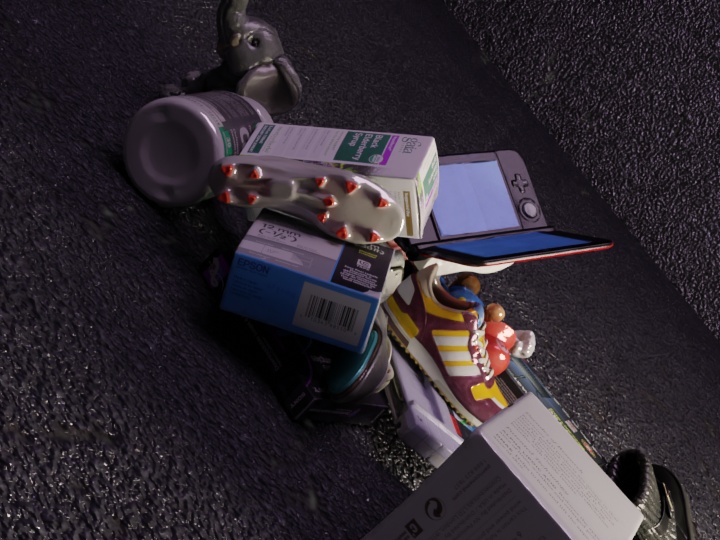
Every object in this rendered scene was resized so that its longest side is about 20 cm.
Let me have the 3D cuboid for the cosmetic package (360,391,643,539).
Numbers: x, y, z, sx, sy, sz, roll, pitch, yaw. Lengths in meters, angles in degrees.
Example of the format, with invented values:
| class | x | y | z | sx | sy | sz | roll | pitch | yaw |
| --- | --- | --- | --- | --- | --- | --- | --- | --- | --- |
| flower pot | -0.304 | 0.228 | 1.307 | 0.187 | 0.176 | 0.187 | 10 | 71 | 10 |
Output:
| class | x | y | z | sx | sy | sz | roll | pitch | yaw |
| --- | --- | --- | --- | --- | --- | --- | --- | --- | --- |
| cosmetic package | 0.130 | 0.236 | 1.120 | 0.165 | 0.165 | 0.200 | 48 | 17 | 11 |

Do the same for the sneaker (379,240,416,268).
| class | x | y | z | sx | sy | sz | roll | pitch | yaw |
| --- | --- | --- | --- | --- | --- | --- | --- | --- | --- |
| sneaker | 0.017 | -0.021 | 1.568 | 0.115 | 0.078 | 0.201 | 33 | -17 | 44 |

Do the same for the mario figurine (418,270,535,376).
| class | x | y | z | sx | sy | sz | roll | pitch | yaw |
| --- | --- | --- | --- | --- | --- | --- | --- | --- | --- |
| mario figurine | 0.136 | 0.046 | 1.468 | 0.200 | 0.122 | 0.107 | -115 | -163 | -58 |

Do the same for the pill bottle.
| class | x | y | z | sx | sy | sz | roll | pitch | yaw |
| --- | --- | --- | --- | --- | --- | --- | --- | --- | --- |
| pill bottle | -0.167 | -0.137 | 1.353 | 0.113 | 0.113 | 0.200 | 46 | 19 | 3 |

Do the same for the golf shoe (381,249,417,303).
| class | x | y | z | sx | sy | sz | roll | pitch | yaw |
| --- | --- | --- | --- | --- | --- | --- | --- | --- | --- |
| golf shoe | 0.000 | 0.000 | 1.415 | 0.079 | 0.097 | 0.200 | 55 | 13 | 19 |

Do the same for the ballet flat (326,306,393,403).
| class | x | y | z | sx | sy | sz | roll | pitch | yaw |
| --- | --- | --- | --- | --- | --- | --- | --- | --- | --- |
| ballet flat | 0.008 | 0.084 | 1.230 | 0.064 | 0.067 | 0.200 | 47 | 17 | -19 |

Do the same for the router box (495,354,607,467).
| class | x | y | z | sx | sy | sz | roll | pitch | yaw |
| --- | --- | --- | --- | --- | --- | --- | --- | --- | --- |
| router box | 0.211 | 0.185 | 1.542 | 0.200 | 0.062 | 0.150 | 51 | 14 | 16 |

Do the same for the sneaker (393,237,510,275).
| class | x | y | z | sx | sy | sz | roll | pitch | yaw |
| --- | --- | --- | --- | --- | --- | --- | --- | --- | --- |
| sneaker | 0.108 | -0.072 | 1.485 | 0.199 | 0.081 | 0.147 | -8 | 55 | -41 |

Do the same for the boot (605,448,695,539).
| class | x | y | z | sx | sy | sz | roll | pitch | yaw |
| --- | --- | --- | --- | --- | --- | --- | --- | --- | --- |
| boot | 0.364 | 0.285 | 1.613 | 0.158 | 0.079 | 0.212 | 50 | 15 | -23 |

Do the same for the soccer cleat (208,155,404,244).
| class | x | y | z | sx | sy | sz | roll | pitch | yaw |
| --- | --- | --- | --- | --- | --- | --- | --- | --- | --- |
| soccer cleat | -0.051 | -0.078 | 1.227 | 0.198 | 0.070 | 0.078 | 14 | 17 | 2 |

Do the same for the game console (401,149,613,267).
| class | x | y | z | sx | sy | sz | roll | pitch | yaw |
| --- | --- | --- | --- | --- | --- | --- | --- | --- | --- |
| game console | 0.149 | -0.072 | 1.369 | 0.198 | 0.119 | 0.174 | -7 | 71 | -31 |

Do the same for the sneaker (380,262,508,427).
| class | x | y | z | sx | sy | sz | roll | pitch | yaw |
| --- | --- | --- | --- | --- | --- | --- | --- | --- | --- |
| sneaker | 0.113 | 0.086 | 1.339 | 0.200 | 0.090 | 0.075 | 47 | 14 | -5 |

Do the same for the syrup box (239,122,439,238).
| class | x | y | z | sx | sy | sz | roll | pitch | yaw |
| --- | --- | --- | --- | --- | --- | --- | --- | --- | --- |
| syrup box | -0.023 | -0.096 | 1.302 | 0.079 | 0.198 | 0.082 | -66 | 155 | -46 |

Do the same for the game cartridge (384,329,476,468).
| class | x | y | z | sx | sy | sz | roll | pitch | yaw |
| --- | --- | --- | --- | --- | --- | --- | --- | --- | --- |
| game cartridge | 0.074 | 0.142 | 1.329 | 0.129 | 0.038 | 0.201 | 36 | 19 | -27 |

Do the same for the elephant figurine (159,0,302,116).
| class | x | y | z | sx | sy | sz | roll | pitch | yaw |
| --- | --- | --- | --- | --- | --- | --- | --- | --- | --- |
| elephant figurine | -0.135 | -0.237 | 1.495 | 0.142 | 0.200 | 0.155 | 48 | 18 | 11 |

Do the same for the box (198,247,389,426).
| class | x | y | z | sx | sy | sz | roll | pitch | yaw |
| --- | --- | --- | --- | --- | --- | --- | --- | --- | --- |
| box | -0.065 | 0.068 | 1.260 | 0.143 | 0.036 | 0.201 | 15 | 36 | -57 |

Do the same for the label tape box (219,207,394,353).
| class | x | y | z | sx | sy | sz | roll | pitch | yaw |
| --- | --- | --- | --- | --- | --- | --- | --- | --- | --- |
| label tape box | -0.044 | -0.005 | 1.225 | 0.142 | 0.067 | 0.200 | 17 | 24 | 1 |
